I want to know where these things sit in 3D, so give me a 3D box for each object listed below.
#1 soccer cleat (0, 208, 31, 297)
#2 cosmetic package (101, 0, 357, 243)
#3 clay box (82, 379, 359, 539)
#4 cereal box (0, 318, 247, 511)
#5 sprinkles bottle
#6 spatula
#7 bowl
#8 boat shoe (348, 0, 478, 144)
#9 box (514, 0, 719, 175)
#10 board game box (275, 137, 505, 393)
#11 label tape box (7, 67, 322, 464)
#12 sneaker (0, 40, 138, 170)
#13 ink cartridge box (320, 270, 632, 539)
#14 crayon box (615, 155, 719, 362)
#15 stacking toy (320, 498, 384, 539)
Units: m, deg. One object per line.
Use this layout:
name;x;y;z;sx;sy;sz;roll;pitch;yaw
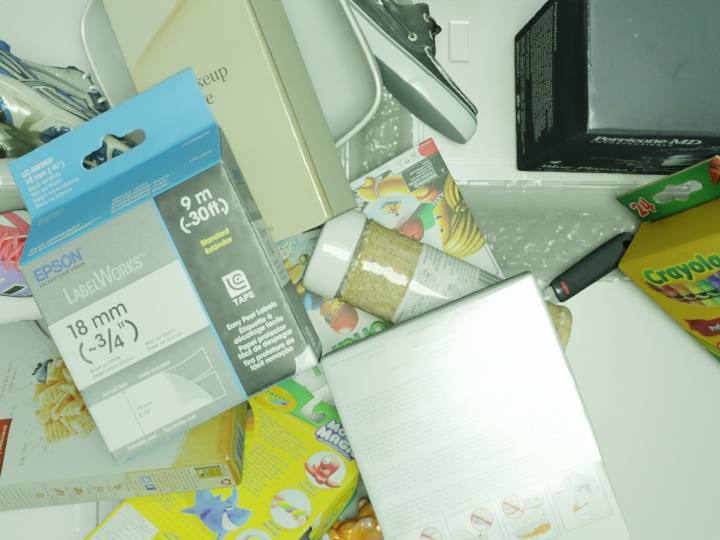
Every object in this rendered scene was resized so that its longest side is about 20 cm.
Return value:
soccer cleat;-0.223;-0.009;0.734;0.195;0.073;0.070;5;92;7
cosmetic package;-0.088;-0.116;0.668;0.102;0.073;0.204;-21;95;19
clay box;-0.088;0.167;0.693;0.114;0.048;0.200;32;53;21
cereal box;-0.178;0.093;0.704;0.195;0.040;0.146;-7;48;5
sprinkles bottle;0.056;0.020;0.731;0.197;0.068;0.069;24;86;-3
spatula;0.143;0.027;0.791;0.198;0.021;0.057;-32;89;-6
bowl;-0.091;-0.159;0.737;0.198;0.075;0.202;-30;92;18
boat shoe;0.028;-0.188;0.778;0.200;0.070;0.066;44;87;6
box;0.228;-0.139;0.722;0.192;0.200;0.120;1;88;-4
board game box;0.000;0.000;0.780;0.198;0.035;0.128;-30;91;-5
label tape box;-0.129;-0.005;0.613;0.142;0.063;0.203;-26;94;4
sneaker;-0.204;-0.106;0.708;0.198;0.077;0.086;31;45;-5
ink cartridge box;0.080;0.124;0.672;0.157;0.047;0.204;-21;87;6
crayon box;0.286;0.011;0.743;0.199;0.127;0.051;41;69;-9
stacking toy;-0.055;0.227;0.744;0.197;0.111;0.117;-24;56;-20
